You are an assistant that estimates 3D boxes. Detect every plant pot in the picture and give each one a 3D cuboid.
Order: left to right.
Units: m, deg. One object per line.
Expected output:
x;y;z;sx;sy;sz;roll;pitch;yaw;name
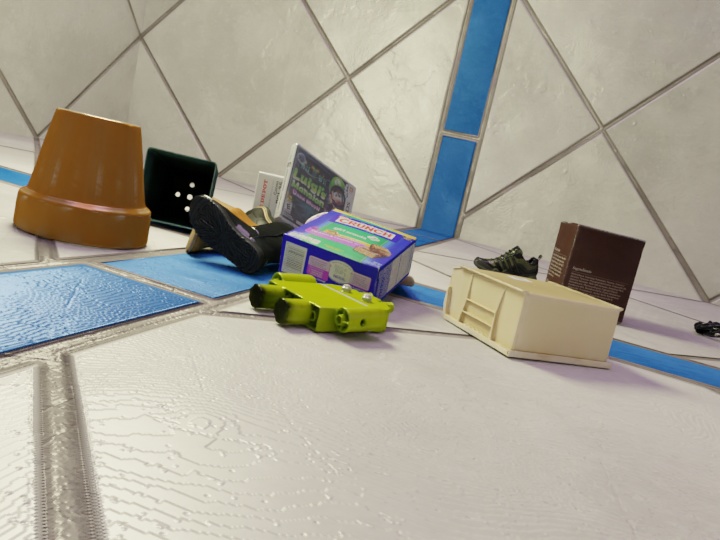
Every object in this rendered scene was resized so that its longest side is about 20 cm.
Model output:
-0.423;-0.149;0.959;0.197;0.186;0.200;13;8;-2;plant pot
-0.381;-0.166;1.312;0.139;0.144;0.200;12;1;-8;plant pot

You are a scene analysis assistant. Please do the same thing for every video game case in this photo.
-0.093;-0.150;1.334;0.023;0.185;0.199;-11;-31;41;video game case

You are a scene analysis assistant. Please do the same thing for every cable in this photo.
0.965;0.158;1.592;0.196;0.052;0.163;12;9;-7;cable

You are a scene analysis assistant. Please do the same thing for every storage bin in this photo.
0.261;0.066;0.952;0.197;0.095;0.198;9;9;-24;storage bin

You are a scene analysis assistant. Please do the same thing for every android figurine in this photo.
-0.042;0.044;0.807;0.198;0.042;0.181;4;13;-40;android figurine

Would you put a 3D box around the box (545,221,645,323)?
0.554;0.000;1.468;0.161;0.203;0.166;14;9;4;box

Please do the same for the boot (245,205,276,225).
-0.258;-0.099;1.291;0.136;0.079;0.199;3;11;-27;boot

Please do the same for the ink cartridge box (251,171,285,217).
-0.158;-0.142;1.448;0.196;0.149;0.083;12;6;-4;ink cartridge box

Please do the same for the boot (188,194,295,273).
-0.186;-0.071;1.065;0.165;0.066;0.200;46;24;8;boot

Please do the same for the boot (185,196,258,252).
-0.230;-0.061;1.110;0.143;0.071;0.202;30;23;-13;boot

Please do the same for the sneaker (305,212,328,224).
-0.019;-0.060;1.177;0.197;0.082;0.089;14;12;3;sneaker

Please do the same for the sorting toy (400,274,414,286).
0.000;0.000;1.188;0.182;0.037;0.200;12;4;-8;sorting toy

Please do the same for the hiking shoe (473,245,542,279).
0.429;-0.028;1.780;0.197;0.102;0.076;12;8;-7;hiking shoe

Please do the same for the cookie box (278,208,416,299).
-0.016;-0.026;1.012;0.169;0.076;0.200;20;22;16;cookie box
